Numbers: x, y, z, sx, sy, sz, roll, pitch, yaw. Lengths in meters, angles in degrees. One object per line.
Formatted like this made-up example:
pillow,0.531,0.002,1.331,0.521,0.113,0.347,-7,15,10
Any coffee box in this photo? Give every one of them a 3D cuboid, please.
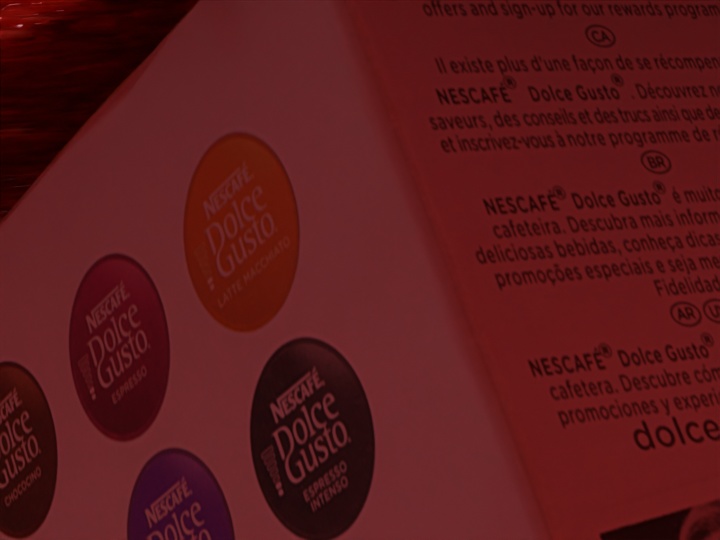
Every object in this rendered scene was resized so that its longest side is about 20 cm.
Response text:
coffee box,0.048,0.067,0.525,0.200,0.198,0.200,-4,155,-38
